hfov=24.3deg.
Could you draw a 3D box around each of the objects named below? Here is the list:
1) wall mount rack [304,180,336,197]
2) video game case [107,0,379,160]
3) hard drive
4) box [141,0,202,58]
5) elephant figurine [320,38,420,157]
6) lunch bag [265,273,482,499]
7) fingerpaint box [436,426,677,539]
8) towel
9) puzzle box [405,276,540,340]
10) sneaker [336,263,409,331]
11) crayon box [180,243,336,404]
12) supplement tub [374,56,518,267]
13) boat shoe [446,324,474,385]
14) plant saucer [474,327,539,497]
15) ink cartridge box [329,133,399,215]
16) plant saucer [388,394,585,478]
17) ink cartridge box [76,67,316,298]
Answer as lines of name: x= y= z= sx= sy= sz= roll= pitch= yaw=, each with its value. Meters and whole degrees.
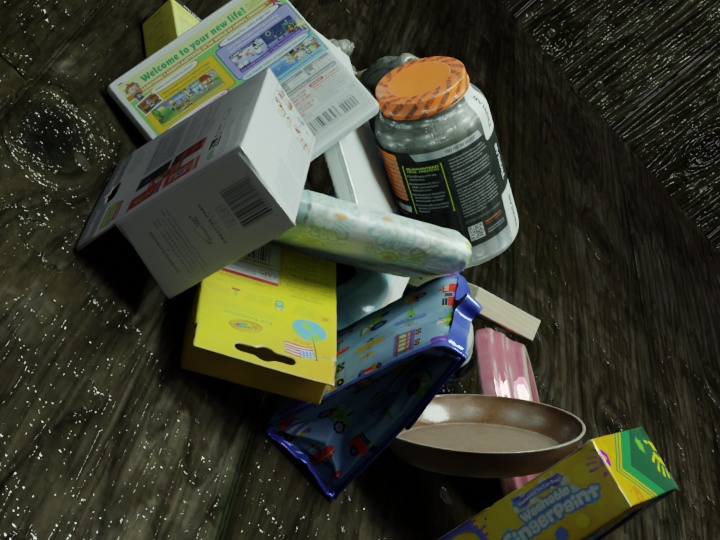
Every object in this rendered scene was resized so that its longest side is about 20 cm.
wall mount rack: x=-0.080 y=-0.140 z=1.800 sx=0.173 sy=0.074 sz=0.201 roll=10 pitch=-49 yaw=60
video game case: x=-0.113 y=-0.166 z=1.624 sx=0.182 sy=0.199 sz=0.022 roll=49 pitch=-15 yaw=15
hard drive: x=-0.015 y=-0.139 z=1.705 sx=0.132 sy=0.026 sz=0.202 roll=24 pitch=48 yaw=-69
box: x=-0.182 y=-0.205 z=1.755 sx=0.075 sy=0.050 sz=0.201 roll=37 pitch=23 yaw=-36
elephant figurine: x=0.005 y=-0.182 z=1.881 sx=0.199 sy=0.143 sz=0.155 roll=20 pitch=8 yaw=31
lunch bag: x=0.025 y=0.081 z=1.480 sx=0.094 sy=0.200 sz=0.151 roll=46 pitch=20 yaw=-12
fingerpaint box: x=0.178 y=0.232 z=1.552 sx=0.074 sy=0.199 sz=0.167 roll=59 pitch=20 yaw=15
towel: x=-0.004 y=-0.033 z=1.542 sx=0.170 sy=0.049 sz=0.200 roll=11 pitch=-4 yaw=-13
puzzle box: x=0.085 y=0.019 z=1.826 sx=0.199 sy=0.026 sz=0.133 roll=21 pitch=-3 yaw=40
sneaker: x=0.000 y=0.000 z=1.687 sx=0.082 sy=0.074 sz=0.200 roll=48 pitch=18 yaw=-16
crayon box: x=-0.086 y=0.045 z=1.446 sx=0.126 sy=0.051 sz=0.200 roll=17 pitch=28 yaw=-9
supplement tub: x=0.087 y=-0.112 z=1.740 sx=0.123 sy=0.121 sz=0.201 roll=-96 pitch=169 yaw=-58
boat shoe: x=0.089 y=0.080 z=1.762 sx=0.072 sy=0.070 sz=0.201 roll=53 pitch=-4 yaw=-14
plant saucer: x=0.163 y=0.156 z=1.752 sx=0.200 sy=0.050 sz=0.202 roll=-12 pitch=90 yaw=-82
ink cartridge box: x=0.062 y=-0.068 z=1.863 sx=0.199 sy=0.120 sz=0.042 roll=27 pitch=20 yaw=-37
plant saucer: x=0.110 y=0.156 z=1.562 sx=0.200 sy=0.198 sz=0.035 roll=-27 pitch=121 yaw=-70
ink cartridge box: x=-0.138 y=-0.069 z=1.446 sx=0.084 sy=0.175 sz=0.200 roll=55 pitch=18 yaw=-19
